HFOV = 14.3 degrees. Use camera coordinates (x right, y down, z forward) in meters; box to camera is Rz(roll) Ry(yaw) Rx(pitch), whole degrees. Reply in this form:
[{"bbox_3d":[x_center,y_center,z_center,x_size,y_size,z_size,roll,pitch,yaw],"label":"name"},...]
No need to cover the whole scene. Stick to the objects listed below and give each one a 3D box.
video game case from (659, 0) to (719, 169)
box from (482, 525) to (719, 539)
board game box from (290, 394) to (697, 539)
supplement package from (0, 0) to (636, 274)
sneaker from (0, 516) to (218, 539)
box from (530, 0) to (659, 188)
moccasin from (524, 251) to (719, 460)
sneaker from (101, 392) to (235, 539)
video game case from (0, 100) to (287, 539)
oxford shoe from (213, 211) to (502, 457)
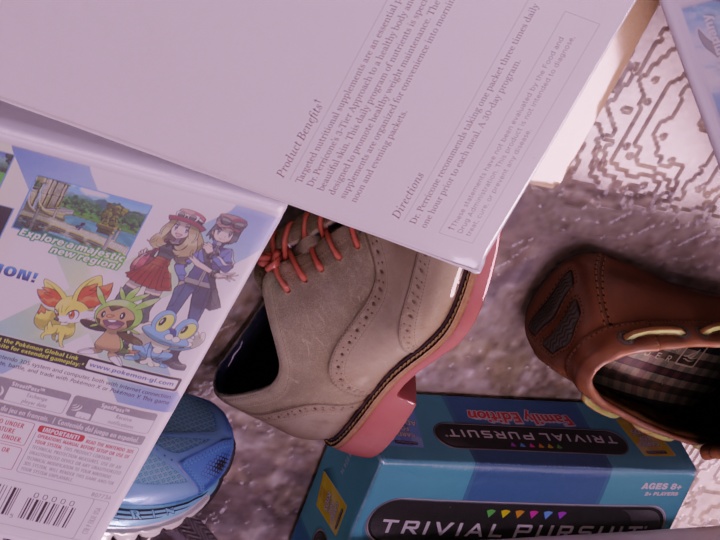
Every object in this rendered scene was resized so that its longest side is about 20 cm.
[{"bbox_3d":[0.216,-0.052,1.019,0.181,0.023,0.201,-14,109,25],"label":"video game case"},{"bbox_3d":[0.080,0.224,1.190,0.198,0.131,0.201,-2,128,-23],"label":"box"},{"bbox_3d":[0.037,0.145,1.229,0.150,0.047,0.201,3,126,-26],"label":"board game box"},{"bbox_3d":[-0.017,-0.141,0.871,0.199,0.147,0.192,19,119,-19],"label":"supplement package"},{"bbox_3d":[-0.151,0.123,1.121,0.199,0.078,0.112,22,121,-23],"label":"sneaker"},{"bbox_3d":[0.022,-0.118,1.020,0.199,0.021,0.164,12,122,-29],"label":"box"},{"bbox_3d":[0.161,0.049,1.179,0.201,0.078,0.074,24,116,-36],"label":"moccasin"},{"bbox_3d":[-0.121,0.035,1.051,0.199,0.078,0.090,23,113,-36],"label":"sneaker"},{"bbox_3d":[-0.150,0.011,0.953,0.199,0.022,0.183,15,129,-20],"label":"video game case"},{"bbox_3d":[0.000,0.000,1.060,0.074,0.071,0.200,10,135,-16],"label":"oxford shoe"}]
